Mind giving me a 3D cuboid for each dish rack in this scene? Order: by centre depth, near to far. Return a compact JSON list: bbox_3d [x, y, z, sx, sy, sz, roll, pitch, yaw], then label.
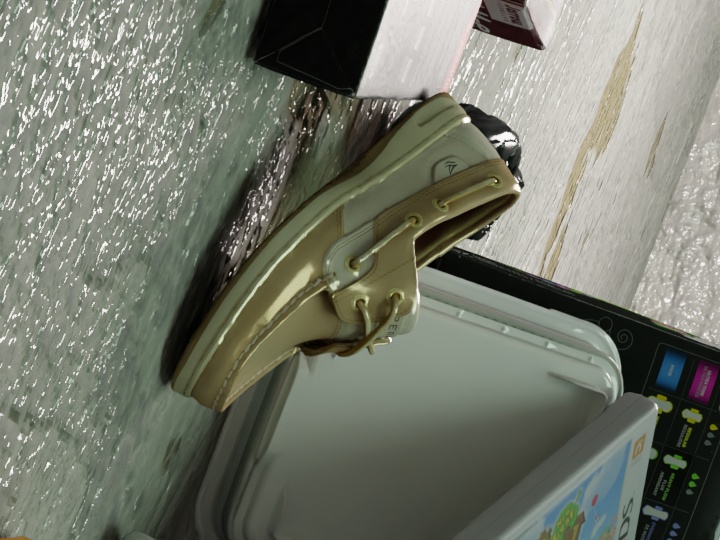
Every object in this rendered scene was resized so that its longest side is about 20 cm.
[{"bbox_3d":[0.033,0.090,1.205,0.044,0.200,0.172,32,-79,64],"label":"dish rack"}]

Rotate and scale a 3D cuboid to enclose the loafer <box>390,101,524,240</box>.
[{"bbox_3d":[0.044,-0.056,1.297,0.068,0.070,0.201,-53,174,1],"label":"loafer"}]

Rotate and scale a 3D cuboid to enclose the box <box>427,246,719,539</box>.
[{"bbox_3d":[0.096,0.069,1.334,0.149,0.200,0.125,-153,-97,-76],"label":"box"}]

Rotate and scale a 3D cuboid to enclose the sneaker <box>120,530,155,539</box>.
[{"bbox_3d":[-0.105,0.219,1.061,0.118,0.074,0.201,-21,110,-26],"label":"sneaker"}]

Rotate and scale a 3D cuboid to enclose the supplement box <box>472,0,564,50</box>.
[{"bbox_3d":[0.099,-0.226,1.286,0.109,0.061,0.200,40,69,-78],"label":"supplement box"}]

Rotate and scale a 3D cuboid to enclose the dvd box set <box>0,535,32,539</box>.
[{"bbox_3d":[-0.156,0.159,0.815,0.200,0.029,0.147,38,73,-79],"label":"dvd box set"}]

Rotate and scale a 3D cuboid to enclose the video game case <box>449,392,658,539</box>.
[{"bbox_3d":[0.077,0.176,1.193,0.200,0.022,0.182,-33,137,-47],"label":"video game case"}]

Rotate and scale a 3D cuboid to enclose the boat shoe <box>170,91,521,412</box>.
[{"bbox_3d":[0.000,0.000,1.086,0.200,0.069,0.074,-44,172,-30],"label":"boat shoe"}]

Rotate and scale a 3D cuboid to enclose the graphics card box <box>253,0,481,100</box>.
[{"bbox_3d":[0.018,-0.138,1.074,0.200,0.051,0.126,-21,131,-77],"label":"graphics card box"}]
